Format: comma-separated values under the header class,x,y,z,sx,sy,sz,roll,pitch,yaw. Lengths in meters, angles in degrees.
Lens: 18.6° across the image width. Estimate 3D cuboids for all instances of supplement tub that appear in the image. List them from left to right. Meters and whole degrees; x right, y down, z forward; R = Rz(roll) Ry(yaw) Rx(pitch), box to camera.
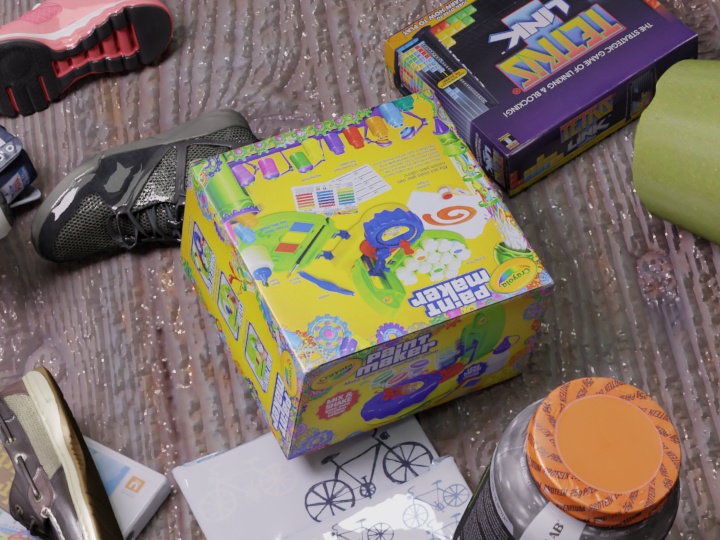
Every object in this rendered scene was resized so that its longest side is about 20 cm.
class,x,y,z,sx,sy,sz,roll,pitch,yaw
supplement tub,0.133,0.160,1.423,0.122,0.200,0.123,6,56,-9

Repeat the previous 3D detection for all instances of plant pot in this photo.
class,x,y,z,sx,sy,sz,roll,pitch,yaw
plant pot,0.311,-0.079,1.629,0.189,0.200,0.200,17,55,35

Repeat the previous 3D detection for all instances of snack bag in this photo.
class,x,y,z,sx,sy,sz,roll,pitch,yaw
snack bag,-0.014,0.175,1.555,0.188,0.021,0.200,-23,53,-11

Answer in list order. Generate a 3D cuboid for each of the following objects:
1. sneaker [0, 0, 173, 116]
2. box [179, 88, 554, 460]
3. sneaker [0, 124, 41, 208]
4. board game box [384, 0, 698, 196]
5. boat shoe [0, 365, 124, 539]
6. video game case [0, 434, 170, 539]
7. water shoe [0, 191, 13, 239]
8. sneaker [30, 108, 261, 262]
class,x,y,z,sx,sy,sz,roll,pitch,yaw
sneaker,-0.260,-0.192,1.852,0.199,0.074,0.087,-18,39,-12
box,0.000,0.000,1.590,0.199,0.122,0.193,-18,59,-21
sneaker,-0.304,-0.038,1.724,0.108,0.070,0.200,-14,49,-2
board game box,0.146,-0.172,1.785,0.200,0.057,0.165,-33,54,-18
boat shoe,-0.214,0.159,1.539,0.065,0.073,0.200,-26,50,0
video game case,-0.267,0.180,1.579,0.199,0.022,0.182,23,58,23
water shoe,-0.340,-0.077,1.671,0.079,0.072,0.200,-34,46,-15
sneaker,-0.153,-0.047,1.709,0.199,0.076,0.114,-23,47,-18
